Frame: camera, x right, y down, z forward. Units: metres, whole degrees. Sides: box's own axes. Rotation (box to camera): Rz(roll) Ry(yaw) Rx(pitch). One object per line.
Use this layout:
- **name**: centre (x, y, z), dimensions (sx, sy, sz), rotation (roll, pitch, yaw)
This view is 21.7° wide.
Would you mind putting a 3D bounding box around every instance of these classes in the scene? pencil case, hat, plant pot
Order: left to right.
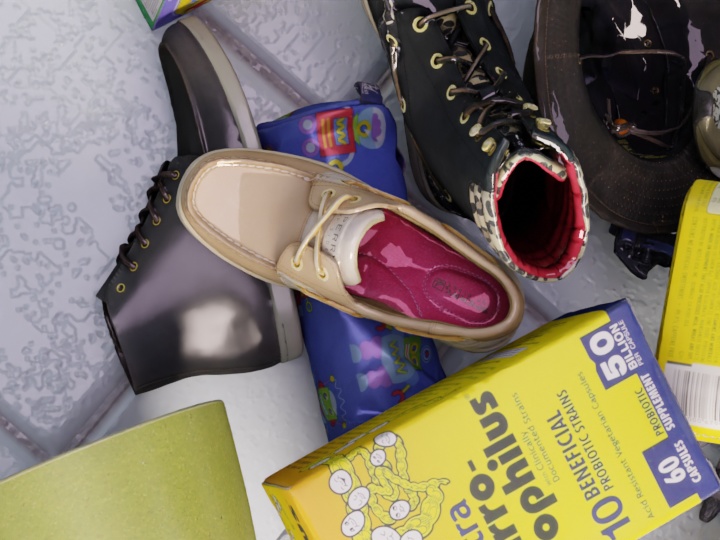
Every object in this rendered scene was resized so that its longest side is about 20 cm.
- **plant pot**: centre (-0.118, 0.195, 0.955), dimensions (0.185, 0.187, 0.202), rotation (-21, 84, -12)
- **pencil case**: centre (0.000, 0.000, 1.061), dimensions (0.086, 0.078, 0.202), rotation (-12, 88, -26)
- **hat**: centre (0.144, -0.120, 1.088), dimensions (0.199, 0.081, 0.203), rotation (1, 88, -37)

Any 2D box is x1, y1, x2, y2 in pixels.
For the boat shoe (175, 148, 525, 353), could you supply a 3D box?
- **boat shoe**: centre (-0.002, -0.015, 0.986), dimensions (0.198, 0.069, 0.074), rotation (20, 86, -2)

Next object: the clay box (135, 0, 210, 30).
- **clay box**: centre (-0.036, -0.208, 1.050), dimensions (0.199, 0.115, 0.048), rotation (-28, 92, -11)

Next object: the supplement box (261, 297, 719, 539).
- **supplement box**: centre (0.064, 0.110, 0.967), dimensions (0.199, 0.109, 0.110), rotation (-28, 90, -11)

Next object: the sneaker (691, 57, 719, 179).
- **sneaker**: centre (0.276, -0.086, 1.086), dimensions (0.198, 0.088, 0.078), rotation (7, 81, -34)

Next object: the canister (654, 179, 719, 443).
- **canister**: centre (0.263, 0.033, 0.989), dimensions (0.198, 0.086, 0.150), rotation (9, 80, 21)

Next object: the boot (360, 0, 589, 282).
- **boot**: centre (0.061, -0.103, 0.988), dimensions (0.073, 0.154, 0.206), rotation (-19, 116, -10)

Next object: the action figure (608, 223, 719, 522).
- **action figure**: centre (0.226, 0.044, 1.104), dimensions (0.198, 0.105, 0.195), rotation (22, 74, 6)

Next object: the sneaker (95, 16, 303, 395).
- **sneaker**: centre (-0.105, -0.035, 1.044), dimensions (0.105, 0.075, 0.202), rotation (-15, 90, -11)
